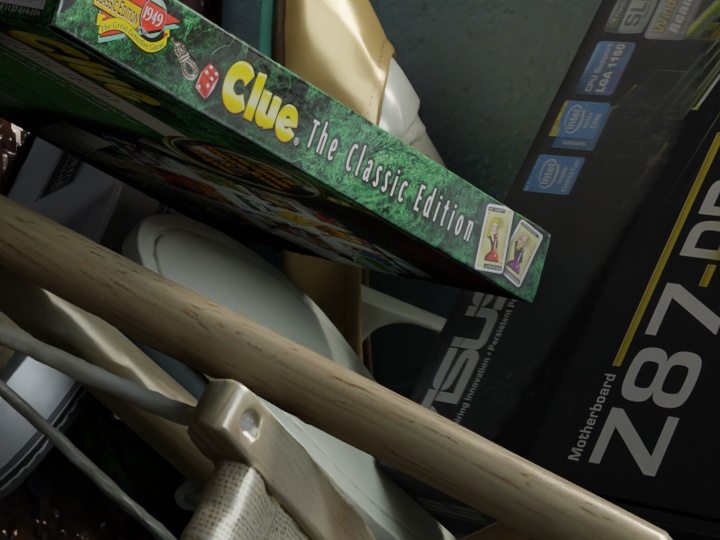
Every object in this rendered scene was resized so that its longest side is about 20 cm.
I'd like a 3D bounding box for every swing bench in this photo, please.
[{"bbox_3d":[-0.073,0.096,0.595,0.200,0.130,0.199,35,61,-11],"label":"swing bench"}]

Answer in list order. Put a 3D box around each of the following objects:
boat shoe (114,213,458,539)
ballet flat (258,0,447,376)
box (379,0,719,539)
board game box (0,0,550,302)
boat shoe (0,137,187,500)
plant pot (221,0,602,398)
[{"bbox_3d":[-0.015,0.062,0.743,0.200,0.062,0.073,45,22,-40],"label":"boat shoe"},{"bbox_3d":[0.000,0.000,0.813,0.069,0.063,0.200,-69,163,-75],"label":"ballet flat"},{"bbox_3d":[0.115,-0.014,0.705,0.049,0.161,0.200,45,64,-41],"label":"box"},{"bbox_3d":[-0.046,-0.037,0.657,0.200,0.105,0.023,29,79,-54],"label":"board game box"},{"bbox_3d":[-0.070,0.007,0.771,0.066,0.070,0.200,54,28,-23],"label":"boat shoe"},{"bbox_3d":[0.072,-0.034,0.903,0.196,0.196,0.200,33,59,-46],"label":"plant pot"}]
